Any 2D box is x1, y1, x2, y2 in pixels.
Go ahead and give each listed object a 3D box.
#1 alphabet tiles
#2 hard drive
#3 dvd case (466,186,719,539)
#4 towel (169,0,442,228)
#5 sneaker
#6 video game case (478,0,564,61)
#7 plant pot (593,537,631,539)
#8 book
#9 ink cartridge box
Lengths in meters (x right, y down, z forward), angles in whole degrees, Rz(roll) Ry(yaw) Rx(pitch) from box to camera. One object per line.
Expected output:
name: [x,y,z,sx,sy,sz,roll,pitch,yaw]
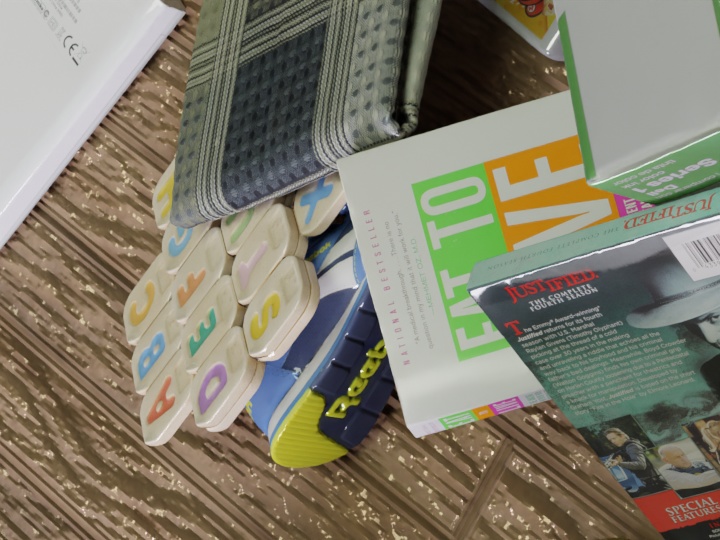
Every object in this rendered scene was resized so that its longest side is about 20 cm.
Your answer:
alphabet tiles: [-0.065,-0.014,1.520,0.196,0.015,0.200,-52,31,27]
hard drive: [-0.193,-0.115,1.687,0.200,0.026,0.132,-50,56,21]
dvd case: [0.157,0.053,1.288,0.146,0.200,0.022,-18,36,36]
towel: [-0.021,-0.129,1.497,0.192,0.034,0.201,-22,53,50]
sneaker: [0.000,0.000,1.485,0.200,0.074,0.082,-53,49,14]
video game case: [0.083,-0.232,1.493,0.200,0.023,0.182,43,109,34]
plant pot: [0.084,0.252,1.306,0.200,0.200,0.177,43,117,35]
book: [0.103,-0.013,1.379,0.199,0.048,0.134,-17,72,7]
ink cartridge box: [0.174,-0.095,1.280,0.084,0.200,0.145,-24,65,36]
